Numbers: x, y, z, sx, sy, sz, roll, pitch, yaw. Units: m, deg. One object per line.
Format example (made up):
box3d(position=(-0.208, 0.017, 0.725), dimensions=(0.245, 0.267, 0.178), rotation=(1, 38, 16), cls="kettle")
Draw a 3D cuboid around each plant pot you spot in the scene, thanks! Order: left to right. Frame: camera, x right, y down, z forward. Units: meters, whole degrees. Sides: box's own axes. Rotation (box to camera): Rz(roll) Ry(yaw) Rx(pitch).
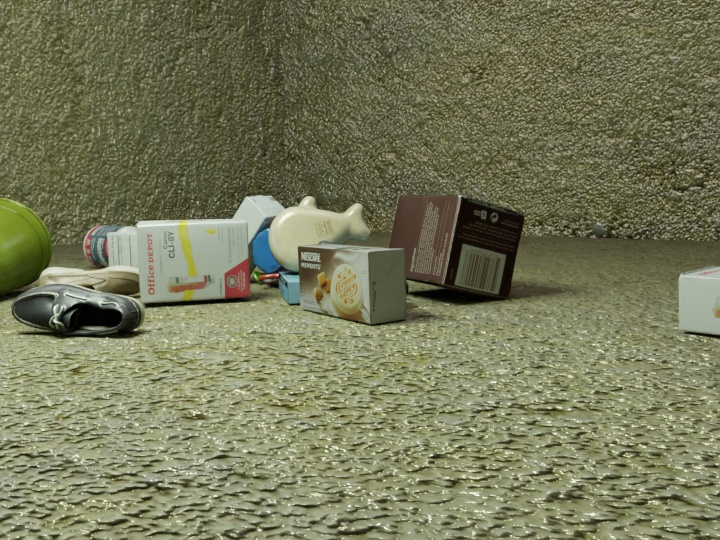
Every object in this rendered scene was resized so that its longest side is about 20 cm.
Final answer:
box3d(position=(-0.756, -0.026, 1.391), dimensions=(0.199, 0.202, 0.193), rotation=(-1, 18, -4), cls="plant pot")

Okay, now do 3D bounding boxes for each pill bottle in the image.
box3d(position=(-0.660, -0.064, 1.917), dimensions=(0.199, 0.121, 0.119), rotation=(3, 7, 34), cls="pill bottle")

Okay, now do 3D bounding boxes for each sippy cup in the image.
box3d(position=(-0.163, -0.042, 1.522), dimensions=(0.139, 0.179, 0.130), rotation=(22, 13, 32), cls="sippy cup")

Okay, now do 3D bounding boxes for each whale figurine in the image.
box3d(position=(-0.082, -0.068, 1.376), dimensions=(0.199, 0.160, 0.104), rotation=(-18, -11, -7), cls="whale figurine")

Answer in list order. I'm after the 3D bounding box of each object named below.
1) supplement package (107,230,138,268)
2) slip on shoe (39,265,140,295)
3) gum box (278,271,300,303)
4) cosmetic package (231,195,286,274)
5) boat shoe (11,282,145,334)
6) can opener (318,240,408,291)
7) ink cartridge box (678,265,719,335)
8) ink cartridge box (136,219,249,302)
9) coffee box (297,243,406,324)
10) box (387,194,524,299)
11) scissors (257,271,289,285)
box3d(position=(-0.486, -0.034, 1.640), dimensions=(0.199, 0.118, 0.117), rotation=(3, 9, 31), cls="supplement package")
box3d(position=(-0.507, 0.033, 1.331), dimensions=(0.199, 0.076, 0.061), rotation=(4, 42, -32), cls="slip on shoe")
box3d(position=(-0.053, 0.028, 1.351), dimensions=(0.198, 0.045, 0.170), rotation=(-3, 6, -13), cls="gum box")
box3d(position=(-0.255, -0.069, 1.557), dimensions=(0.074, 0.200, 0.102), rotation=(44, 25, 15), cls="cosmetic package")
box3d(position=(-0.422, 0.059, 1.012), dimensions=(0.198, 0.073, 0.063), rotation=(4, 4, 3), cls="boat shoe")
box3d(position=(0.000, 0.000, 1.242), dimensions=(0.200, 0.064, 0.078), rotation=(35, 19, 26), cls="can opener")
box3d(position=(0.558, 0.046, 0.935), dimensions=(0.145, 0.084, 0.199), rotation=(-6, 8, -42), cls="ink cartridge box")
box3d(position=(-0.314, -0.020, 1.302), dimensions=(0.199, 0.146, 0.083), rotation=(-3, 8, -16), cls="ink cartridge box")
box3d(position=(-0.017, 0.016, 1.142), dimensions=(0.079, 0.115, 0.199), rotation=(-6, 9, -37), cls="coffee box")
box3d(position=(0.175, -0.048, 1.327), dimensions=(0.165, 0.165, 0.200), rotation=(11, 0, -32), cls="box")
box3d(position=(-0.129, 0.004, 1.457), dimensions=(0.199, 0.014, 0.073), rotation=(-15, -18, 29), cls="scissors")
